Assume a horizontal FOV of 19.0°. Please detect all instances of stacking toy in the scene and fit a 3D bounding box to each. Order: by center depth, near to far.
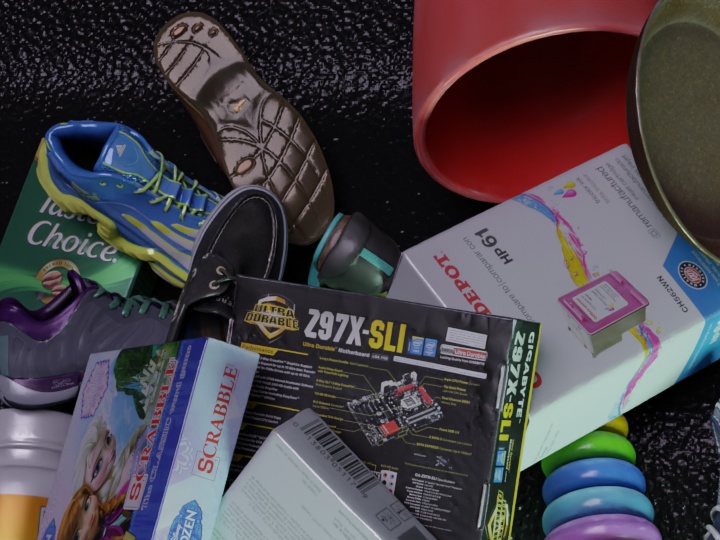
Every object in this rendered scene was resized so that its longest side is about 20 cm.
[{"bbox_3d":[0.156,0.123,1.453,0.085,0.085,0.201,-10,60,13],"label":"stacking toy"}]

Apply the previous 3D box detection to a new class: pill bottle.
[{"bbox_3d":[-0.238,0.204,1.516,0.111,0.111,0.201,-4,67,15],"label":"pill bottle"}]

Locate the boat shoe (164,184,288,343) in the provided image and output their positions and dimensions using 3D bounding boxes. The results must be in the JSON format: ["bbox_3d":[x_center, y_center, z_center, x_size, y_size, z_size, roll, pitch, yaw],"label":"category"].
[{"bbox_3d":[-0.097,0.030,1.502,0.068,0.057,0.201,23,75,-8],"label":"boat shoe"}]

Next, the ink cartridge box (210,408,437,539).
[{"bbox_3d":[-0.038,0.209,1.326,0.163,0.057,0.200,45,125,13],"label":"ink cartridge box"}]

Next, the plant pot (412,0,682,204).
[{"bbox_3d":[0.123,-0.173,1.533,0.200,0.201,0.178,-16,54,10],"label":"plant pot"}]

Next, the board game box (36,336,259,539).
[{"bbox_3d":[-0.148,0.147,1.378,0.199,0.041,0.201,-12,60,61],"label":"board game box"}]

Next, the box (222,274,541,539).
[{"bbox_3d":[0.004,0.095,1.348,0.199,0.049,0.160,8,88,27],"label":"box"}]

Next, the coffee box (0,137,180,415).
[{"bbox_3d":[-0.218,0.004,1.630,0.123,0.044,0.201,14,73,20],"label":"coffee box"}]

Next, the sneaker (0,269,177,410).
[{"bbox_3d":[-0.166,0.038,1.537,0.199,0.088,0.074,-12,17,-21],"label":"sneaker"}]

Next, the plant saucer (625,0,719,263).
[{"bbox_3d":[0.235,-0.095,1.425,0.037,0.200,0.201,-13,60,46],"label":"plant saucer"}]

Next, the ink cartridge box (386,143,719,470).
[{"bbox_3d":[0.134,0.025,1.424,0.200,0.085,0.145,-27,65,-26],"label":"ink cartridge box"}]

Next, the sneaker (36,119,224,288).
[{"bbox_3d":[-0.150,-0.047,1.555,0.199,0.105,0.076,24,74,9],"label":"sneaker"}]

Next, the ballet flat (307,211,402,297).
[{"bbox_3d":[0.000,0.000,1.503,0.068,0.200,0.068,29,90,-1],"label":"ballet flat"}]

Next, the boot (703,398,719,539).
[{"bbox_3d":[0.243,0.180,1.399,0.090,0.073,0.201,-19,64,2],"label":"boot"}]

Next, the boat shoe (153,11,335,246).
[{"bbox_3d":[-0.082,-0.104,1.625,0.072,0.068,0.200,-34,80,-3],"label":"boat shoe"}]
